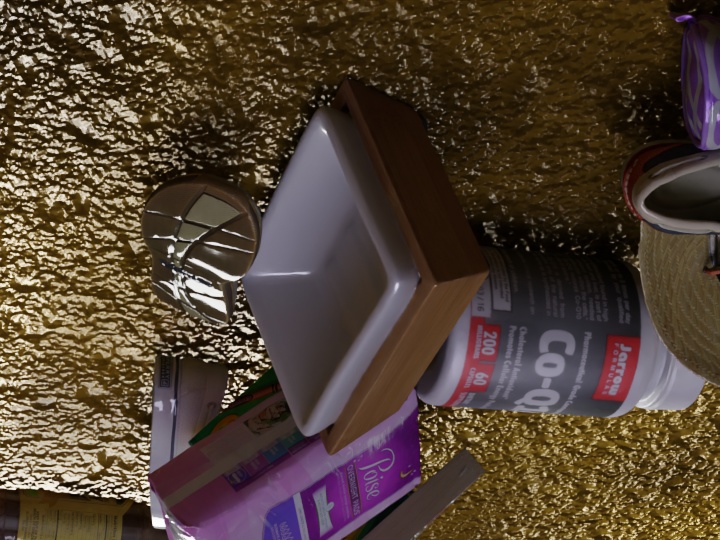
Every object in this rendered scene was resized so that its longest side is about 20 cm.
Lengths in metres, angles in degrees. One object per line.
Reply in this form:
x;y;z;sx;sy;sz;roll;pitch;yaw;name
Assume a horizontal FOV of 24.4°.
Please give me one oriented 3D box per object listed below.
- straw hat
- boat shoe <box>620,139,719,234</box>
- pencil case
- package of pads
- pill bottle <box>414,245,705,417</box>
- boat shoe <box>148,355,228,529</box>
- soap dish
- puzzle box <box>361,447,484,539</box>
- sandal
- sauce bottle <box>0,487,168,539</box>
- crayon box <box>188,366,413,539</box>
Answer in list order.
0.276;-0.023;1.132;0.199;0.085;0.203;0;107;1;straw hat
0.264;-0.054;1.046;0.198;0.063;0.072;-1;105;0;boat shoe
0.291;-0.125;1.012;0.198;0.084;0.086;-8;106;-2;pencil case
-0.050;0.151;1.189;0.199;0.076;0.121;-31;142;-22;package of pads
0.141;0.045;1.187;0.198;0.115;0.114;5;142;-15;pill bottle
-0.131;0.138;1.314;0.069;0.071;0.201;2;136;-7;boat shoe
0.000;0.000;1.080;0.080;0.158;0.201;-7;148;-28;soap dish
0.017;0.219;1.315;0.133;0.025;0.200;-38;170;-27;puzzle box
-0.101;-0.022;1.109;0.080;0.054;0.200;26;157;3;sandal
-0.218;0.225;1.417;0.198;0.065;0.065;10;141;-22;sauce bottle
-0.042;0.157;1.313;0.119;0.058;0.200;-41;143;-9;crayon box
